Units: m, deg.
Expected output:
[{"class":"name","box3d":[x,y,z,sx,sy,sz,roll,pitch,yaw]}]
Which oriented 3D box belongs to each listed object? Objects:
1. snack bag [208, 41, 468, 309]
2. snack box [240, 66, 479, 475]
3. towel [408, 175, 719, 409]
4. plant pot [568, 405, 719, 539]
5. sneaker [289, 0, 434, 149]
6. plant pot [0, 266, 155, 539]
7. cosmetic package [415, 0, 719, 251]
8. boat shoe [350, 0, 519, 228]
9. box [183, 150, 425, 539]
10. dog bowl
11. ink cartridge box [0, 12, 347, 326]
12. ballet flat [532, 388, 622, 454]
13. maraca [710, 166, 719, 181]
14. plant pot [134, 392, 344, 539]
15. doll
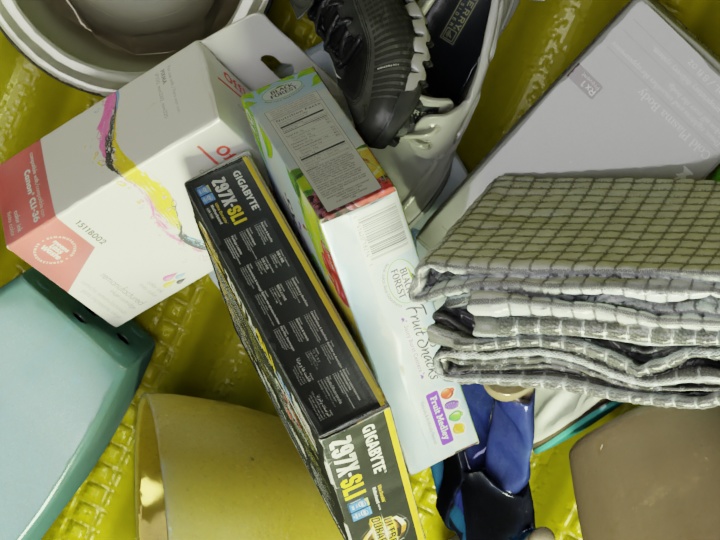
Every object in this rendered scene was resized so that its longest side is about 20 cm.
[{"class":"snack bag","box3d":[-0.021,-0.038,1.728,0.188,0.021,0.201,-28,95,18]},{"class":"snack box","box3d":[0.000,0.000,1.604,0.053,0.142,0.201,-23,128,-6]},{"class":"towel","box3d":[0.141,0.013,1.517,0.199,0.166,0.086,1,110,18]},{"class":"plant pot","box3d":[0.210,0.164,1.654,0.199,0.200,0.176,-27,78,19]},{"class":"sneaker","box3d":[-0.010,-0.158,1.603,0.090,0.201,0.067,14,143,-22]},{"class":"plant pot","box3d":[-0.233,0.097,1.755,0.141,0.141,0.200,41,104,0]},{"class":"cosmetic package","box3d":[0.136,-0.060,1.640,0.107,0.090,0.200,41,100,0]},{"class":"boat shoe","box3d":[0.038,-0.104,1.654,0.072,0.066,0.201,31,107,4]},{"class":"box","box3d":[-0.032,0.054,1.613,0.049,0.160,0.201,-24,56,-8]},{"class":"dog bowl","box3d":[-0.135,-0.208,1.684,0.199,0.074,0.202,3,104,13]},{"class":"ink cartridge box","box3d":[-0.107,-0.060,1.667,0.199,0.068,0.116,-31,140,18]},{"class":"ballet flat","box3d":[0.155,0.052,1.658,0.200,0.069,0.070,-30,96,46]},{"class":"maraca","box3d":[0.257,-0.014,1.625,0.136,0.107,0.200,24,129,-9]},{"class":"plant pot","box3d":[-0.061,0.172,1.719,0.141,0.200,0.202,-3,105,-10]},{"class":"doll","box3d":[0.074,0.122,1.706,0.136,0.048,0.201,45,145,39]}]
